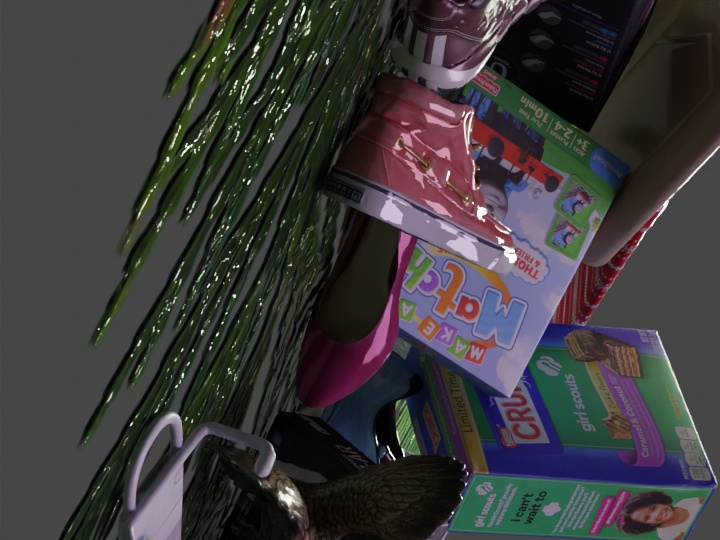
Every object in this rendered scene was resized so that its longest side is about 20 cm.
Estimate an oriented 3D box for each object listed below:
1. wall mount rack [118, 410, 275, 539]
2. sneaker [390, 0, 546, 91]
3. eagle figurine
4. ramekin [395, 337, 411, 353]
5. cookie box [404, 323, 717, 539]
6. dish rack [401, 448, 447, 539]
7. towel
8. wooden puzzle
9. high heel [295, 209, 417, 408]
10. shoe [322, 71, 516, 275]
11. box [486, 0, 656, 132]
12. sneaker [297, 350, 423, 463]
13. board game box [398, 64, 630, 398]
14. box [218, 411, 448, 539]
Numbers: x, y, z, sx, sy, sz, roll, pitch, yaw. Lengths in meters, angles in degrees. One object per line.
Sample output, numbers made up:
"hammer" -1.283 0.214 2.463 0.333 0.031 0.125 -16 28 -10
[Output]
"wall mount rack" -0.108 0.187 1.431 0.174 0.074 0.200 -56 158 -45
"sneaker" 0.090 -0.209 1.522 0.200 0.076 0.116 -58 167 -30
"eagle figurine" -0.032 0.165 1.641 0.152 0.151 0.200 -42 167 -39
"ramekin" 0.092 -0.009 2.022 0.200 0.105 0.200 -61 172 -15
"cookie box" 0.147 0.120 1.885 0.171 0.200 0.075 -106 -153 -45
"dish rack" -0.015 0.210 1.957 0.172 0.044 0.200 -60 -152 -6
"towel" 0.197 -0.027 1.977 0.145 0.022 0.200 -79 -167 -50
"wooden puzzle" 0.226 -0.120 1.892 0.185 0.037 0.200 -49 -155 35
"high heel" 0.000 0.000 1.681 0.200 0.067 0.096 -55 153 4
"shoe" 0.056 -0.062 1.602 0.200 0.071 0.091 23 91 -55
"box" 0.167 -0.221 1.823 0.122 0.106 0.200 -58 170 -35
"sneaker" -0.015 0.146 1.891 0.200 0.090 0.078 -66 171 21
"board game box" 0.091 -0.030 1.814 0.200 0.151 0.037 -62 -158 -10
"box" -0.039 0.226 1.775 0.044 0.160 0.200 13 108 -45
